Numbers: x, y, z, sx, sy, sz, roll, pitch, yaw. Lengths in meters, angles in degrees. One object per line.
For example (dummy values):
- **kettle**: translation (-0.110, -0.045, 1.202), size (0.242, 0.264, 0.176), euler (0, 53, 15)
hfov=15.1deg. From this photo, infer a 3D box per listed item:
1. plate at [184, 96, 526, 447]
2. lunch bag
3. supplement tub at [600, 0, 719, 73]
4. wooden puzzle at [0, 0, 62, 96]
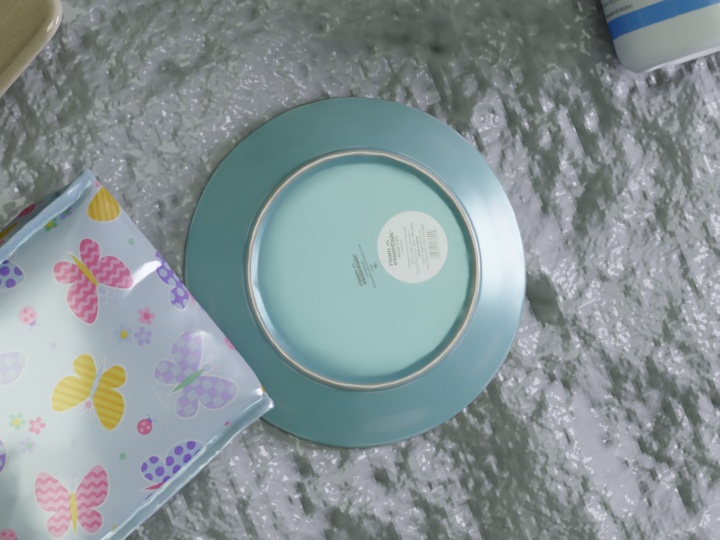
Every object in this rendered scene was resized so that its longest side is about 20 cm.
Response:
- **plate**: translation (0.000, 0.000, 1.543), size (0.200, 0.026, 0.201), euler (1, 86, -10)
- **lunch bag**: translation (-0.179, 0.073, 1.455), size (0.200, 0.127, 0.170), euler (-43, 98, -20)
- **supplement tub**: translation (0.182, -0.223, 1.537), size (0.132, 0.132, 0.201), euler (-18, 91, -12)
- **wooden puzzle**: translation (-0.277, -0.144, 1.454), size (0.200, 0.046, 0.185), euler (44, 114, -3)
